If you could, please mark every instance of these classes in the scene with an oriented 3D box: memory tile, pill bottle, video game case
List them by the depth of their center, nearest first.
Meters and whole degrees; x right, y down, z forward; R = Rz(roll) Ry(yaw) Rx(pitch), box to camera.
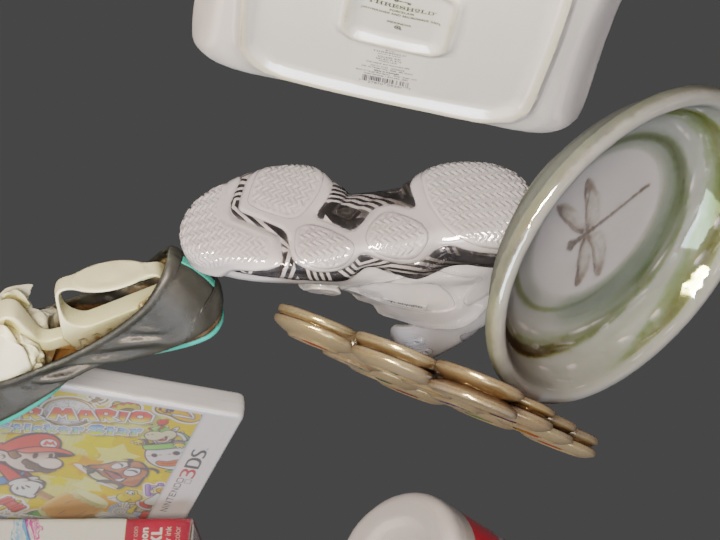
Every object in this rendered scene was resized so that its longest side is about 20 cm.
[{"bbox_3d":[0.047,0.066,1.101,0.153,0.017,0.200,19,173,25],"label":"memory tile"},{"bbox_3d":[-0.199,0.122,1.316,0.199,0.023,0.182,11,141,-16],"label":"video game case"},{"bbox_3d":[0.083,0.247,1.419,0.112,0.113,0.200,-27,137,29],"label":"pill bottle"}]

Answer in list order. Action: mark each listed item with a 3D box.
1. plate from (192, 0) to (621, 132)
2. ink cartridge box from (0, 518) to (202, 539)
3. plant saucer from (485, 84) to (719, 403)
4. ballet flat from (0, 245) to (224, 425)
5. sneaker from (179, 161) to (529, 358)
[{"bbox_3d":[0.020,-0.127,0.894,0.199,0.032,0.200,12,153,-1],"label":"plate"},{"bbox_3d":[-0.210,0.237,1.393,0.199,0.083,0.146,0,153,4],"label":"ink cartridge box"},{"bbox_3d":[0.135,-0.022,1.072,0.200,0.050,0.200,-27,139,-26],"label":"plant saucer"},{"bbox_3d":[-0.179,0.033,1.172,0.200,0.068,0.068,-23,129,11],"label":"ballet flat"},{"bbox_3d":[0.000,0.000,1.118,0.199,0.075,0.115,-4,141,0],"label":"sneaker"}]
